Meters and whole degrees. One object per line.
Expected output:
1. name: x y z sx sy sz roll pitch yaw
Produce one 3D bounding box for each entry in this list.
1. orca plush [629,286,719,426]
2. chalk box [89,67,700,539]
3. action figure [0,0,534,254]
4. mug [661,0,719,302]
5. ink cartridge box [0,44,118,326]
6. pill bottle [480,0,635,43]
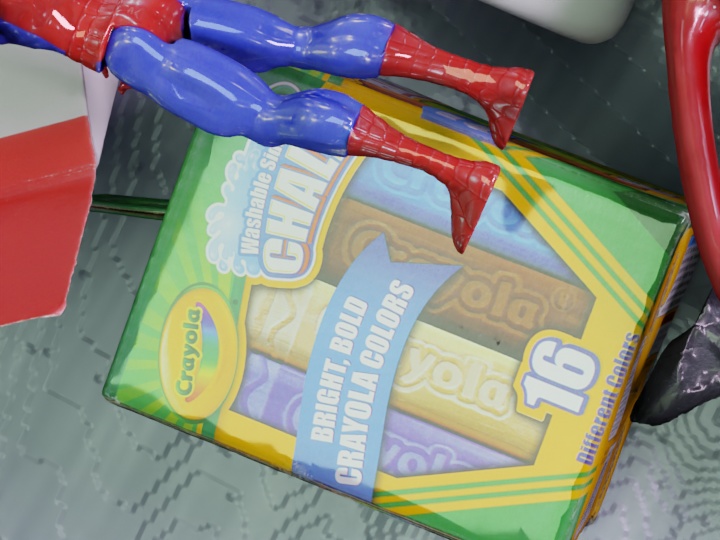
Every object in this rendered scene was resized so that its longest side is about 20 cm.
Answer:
1. orca plush: 0.171 0.079 0.842 0.200 0.071 0.105 21 64 -19
2. chalk box: 0.000 0.000 0.851 0.200 0.125 0.124 22 97 9
3. action figure: -0.059 -0.049 0.763 0.200 0.065 0.099 22 142 1
4. mug: 0.163 -0.069 0.736 0.177 0.134 0.200 -35 73 -29
5. ink cartridge box: -0.160 -0.048 0.848 0.161 0.200 0.050 -14 125 16
6. pill bottle: 0.071 -0.183 0.833 0.111 0.111 0.200 24 98 10
